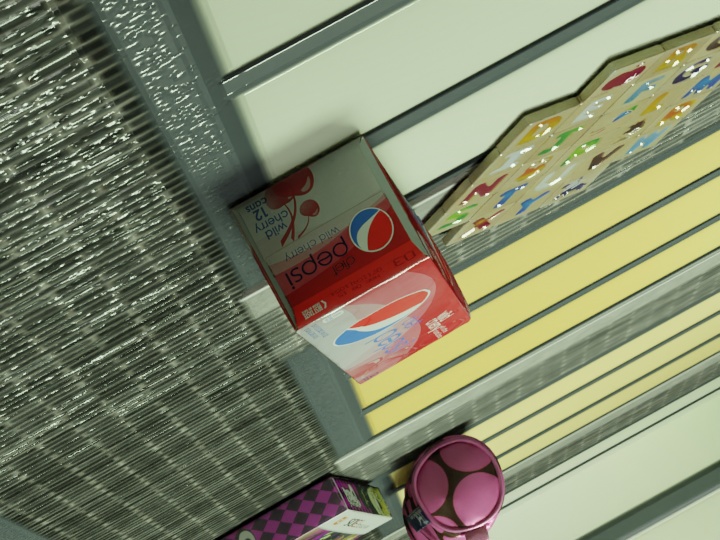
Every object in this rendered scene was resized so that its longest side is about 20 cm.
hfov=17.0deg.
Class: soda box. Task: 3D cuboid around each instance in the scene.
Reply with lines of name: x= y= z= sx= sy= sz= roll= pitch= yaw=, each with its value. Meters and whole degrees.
soda box: x=0.000 y=0.000 z=1.106 sx=0.070 sy=0.063 sz=0.200 roll=-30 pitch=168 yaw=3

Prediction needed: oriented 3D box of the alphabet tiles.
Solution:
alphabet tiles: x=0.120 y=-0.070 z=1.229 sx=0.166 sy=0.006 sz=0.200 roll=-22 pitch=166 yaw=-31

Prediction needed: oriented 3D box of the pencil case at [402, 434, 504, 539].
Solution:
pencil case: x=0.078 y=0.204 z=2.074 sx=0.091 sy=0.094 sz=0.200 roll=-28 pitch=169 yaw=-5

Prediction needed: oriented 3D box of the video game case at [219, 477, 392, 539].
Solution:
video game case: x=-0.081 y=0.233 z=1.961 sx=0.200 sy=0.036 sz=0.181 roll=-30 pitch=167 yaw=6
